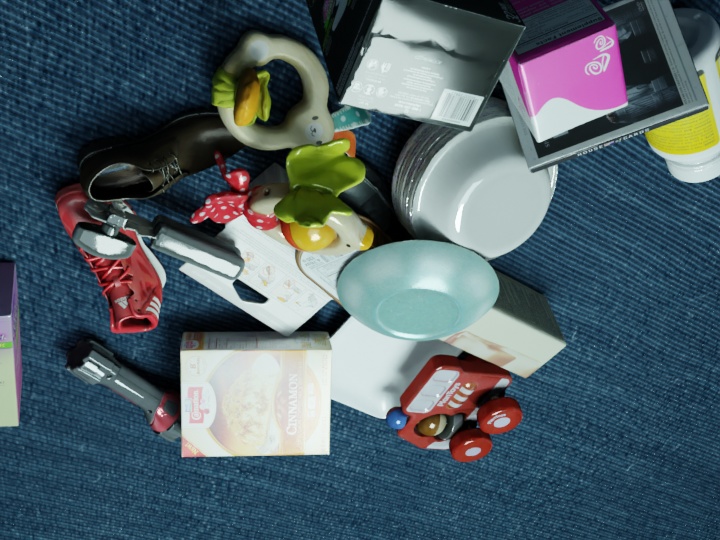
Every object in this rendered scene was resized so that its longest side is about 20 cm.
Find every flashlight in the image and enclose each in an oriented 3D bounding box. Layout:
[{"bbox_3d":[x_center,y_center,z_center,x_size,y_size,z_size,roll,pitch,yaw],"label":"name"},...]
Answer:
[{"bbox_3d":[-0.314,0.162,1.334,0.068,0.068,0.200,-43,126,10],"label":"flashlight"}]

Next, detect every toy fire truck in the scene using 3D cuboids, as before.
[{"bbox_3d":[0.129,0.197,1.441,0.167,0.113,0.200,11,135,-27],"label":"toy fire truck"}]

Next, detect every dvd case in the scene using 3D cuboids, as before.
[{"bbox_3d":[0.260,-0.210,1.074,0.199,0.151,0.025,-19,164,15],"label":"dvd case"}]

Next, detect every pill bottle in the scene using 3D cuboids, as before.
[{"bbox_3d":[0.386,-0.200,1.159,0.111,0.112,0.200,-26,133,9],"label":"pill bottle"}]

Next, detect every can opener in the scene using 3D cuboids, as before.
[{"bbox_3d":[-0.231,-0.032,1.128,0.199,0.053,0.067,19,110,-26],"label":"can opener"}]

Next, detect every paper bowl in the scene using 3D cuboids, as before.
[{"bbox_3d":[0.145,-0.096,1.164,0.200,0.104,0.201,-15,129,-19],"label":"paper bowl"}]

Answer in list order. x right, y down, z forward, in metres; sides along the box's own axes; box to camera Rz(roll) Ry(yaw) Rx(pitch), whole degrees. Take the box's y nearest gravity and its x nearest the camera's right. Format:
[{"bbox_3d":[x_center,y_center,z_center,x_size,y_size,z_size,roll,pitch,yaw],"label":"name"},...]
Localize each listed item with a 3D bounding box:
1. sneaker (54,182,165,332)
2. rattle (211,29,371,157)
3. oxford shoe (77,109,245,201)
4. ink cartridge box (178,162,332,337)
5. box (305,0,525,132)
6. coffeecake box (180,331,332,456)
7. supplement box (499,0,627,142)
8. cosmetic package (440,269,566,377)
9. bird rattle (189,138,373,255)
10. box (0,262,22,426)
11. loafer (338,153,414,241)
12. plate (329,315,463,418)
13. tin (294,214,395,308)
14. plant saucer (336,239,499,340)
[{"bbox_3d":[-0.286,-0.005,1.145,0.078,0.116,0.200,-26,134,9],"label":"sneaker"},{"bbox_3d":[-0.053,-0.166,1.044,0.200,0.143,0.131,35,80,-28],"label":"rattle"},{"bbox_3d":[-0.212,-0.118,1.084,0.199,0.085,0.073,-20,130,-2],"label":"oxford shoe"},{"bbox_3d":[-0.100,-0.020,1.234,0.176,0.045,0.200,-38,131,20],"label":"ink cartridge box"},{"bbox_3d":[0.045,-0.252,0.951,0.148,0.201,0.125,8,131,-23],"label":"box"},{"bbox_3d":[-0.141,0.166,1.319,0.199,0.073,0.154,0,107,-7],"label":"coffeecake box"},{"bbox_3d":[0.183,-0.241,1.001,0.103,0.201,0.101,-21,135,5],"label":"supplement box"},{"bbox_3d":[0.177,0.061,1.349,0.199,0.104,0.087,27,123,-32],"label":"cosmetic package"},{"bbox_3d":[-0.077,-0.057,1.062,0.199,0.113,0.163,-12,144,36],"label":"bird rattle"},{"bbox_3d":[-0.509,0.093,1.188,0.175,0.097,0.201,0,133,-15],"label":"box"},{"bbox_3d":[0.014,-0.072,1.200,0.068,0.071,0.201,-33,132,15],"label":"loafer"},{"bbox_3d":[0.026,0.121,1.411,0.199,0.032,0.200,26,120,-35],"label":"plate"},{"bbox_3d":[0.000,0.000,1.206,0.112,0.042,0.200,-19,138,32],"label":"tin"},{"bbox_3d":[0.070,0.039,1.191,0.200,0.039,0.201,2,144,1],"label":"plant saucer"}]
